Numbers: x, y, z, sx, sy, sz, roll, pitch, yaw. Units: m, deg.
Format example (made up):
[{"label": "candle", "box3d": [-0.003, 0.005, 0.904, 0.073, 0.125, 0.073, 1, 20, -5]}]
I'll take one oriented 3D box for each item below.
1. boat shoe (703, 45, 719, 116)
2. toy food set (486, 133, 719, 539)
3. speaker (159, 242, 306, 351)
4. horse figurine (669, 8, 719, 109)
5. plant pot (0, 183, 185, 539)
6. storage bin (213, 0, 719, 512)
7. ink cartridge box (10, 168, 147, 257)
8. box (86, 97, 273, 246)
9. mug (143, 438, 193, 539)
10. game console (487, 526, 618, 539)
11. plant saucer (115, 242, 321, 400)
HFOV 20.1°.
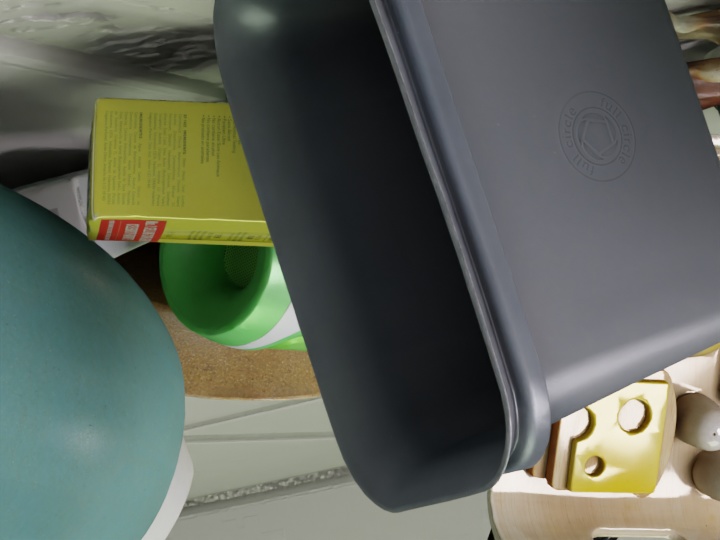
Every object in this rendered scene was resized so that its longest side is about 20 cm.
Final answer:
[{"label": "boat shoe", "box3d": [0.262, -0.092, 0.937, 0.198, 0.062, 0.073, -11, 169, 9]}, {"label": "toy food set", "box3d": [0.140, 0.037, 0.912, 0.142, 0.202, 0.060, 3, -170, -19]}, {"label": "speaker", "box3d": [0.000, 0.000, 0.972, 0.088, 0.089, 0.199, -17, 165, 39]}, {"label": "horse figurine", "box3d": [0.169, -0.100, 0.844, 0.131, 0.050, 0.200, -1, 168, -16]}, {"label": "plant pot", "box3d": [-0.171, 0.055, 0.851, 0.160, 0.202, 0.200, 19, 154, -41]}, {"label": "storage bin", "box3d": [0.047, -0.030, 0.730, 0.134, 0.201, 0.145, -15, 174, -28]}, {"label": "ink cartridge box", "box3d": [-0.161, -0.025, 1.031, 0.160, 0.050, 0.200, -14, -172, 22]}, {"label": "box", "box3d": [-0.010, -0.036, 0.823, 0.198, 0.051, 0.075, 3, 173, -10]}, {"label": "mug", "box3d": [-0.189, 0.110, 1.334, 0.153, 0.187, 0.149, 31, 144, -16]}, {"label": "game console", "box3d": [0.100, 0.036, 1.055, 0.116, 0.201, 0.176, 1, 148, 37]}, {"label": "plant saucer", "box3d": [-0.075, 0.018, 1.057, 0.198, 0.036, 0.200, 6, -164, -2]}]
